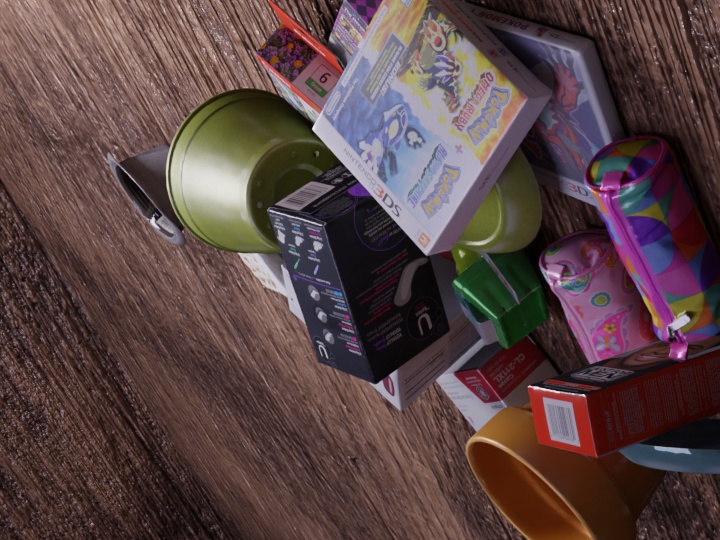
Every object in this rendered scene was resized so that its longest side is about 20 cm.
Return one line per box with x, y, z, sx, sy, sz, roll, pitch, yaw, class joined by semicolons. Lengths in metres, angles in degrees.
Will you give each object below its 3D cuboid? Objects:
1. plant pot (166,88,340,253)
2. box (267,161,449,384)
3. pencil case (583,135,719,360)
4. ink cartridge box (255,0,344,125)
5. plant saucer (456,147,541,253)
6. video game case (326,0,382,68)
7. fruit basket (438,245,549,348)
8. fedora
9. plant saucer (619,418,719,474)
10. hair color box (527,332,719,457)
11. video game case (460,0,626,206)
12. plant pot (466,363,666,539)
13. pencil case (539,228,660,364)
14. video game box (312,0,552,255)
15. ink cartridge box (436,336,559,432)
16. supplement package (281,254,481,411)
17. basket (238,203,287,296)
-0.103;-0.100;1.903;0.201;0.200;0.193;57;168;-23;plant pot
0.000;0.000;1.768;0.106;0.122;0.201;17;131;49;box
0.268;-0.022;1.451;0.088;0.088;0.201;18;143;56;pencil case
-0.056;-0.209;1.791;0.109;0.050;0.200;42;176;19;ink cartridge box
0.090;-0.093;1.599;0.200;0.031;0.201;34;148;25;plant saucer
0.048;-0.185;1.666;0.200;0.036;0.181;49;170;2;video game case
0.114;-0.014;1.767;0.200;0.094;0.185;45;174;22;fruit basket
-0.298;-0.129;2.493;0.177;0.090;0.200;45;167;18;fedora
0.330;0.163;1.522;0.200;0.199;0.028;5;97;64;plant saucer
0.267;0.111;1.518;0.101;0.199;0.062;4;107;63;hair color box
0.172;-0.147;1.516;0.182;0.023;0.201;27;151;47;video game case
0.246;0.193;1.753;0.200;0.183;0.200;42;161;18;plant pot
0.249;0.054;1.636;0.087;0.087;0.201;22;147;53;pencil case
0.061;-0.146;1.517;0.182;0.047;0.200;47;128;20;video game box
0.201;0.176;1.976;0.200;0.083;0.146;52;160;-6;ink cartridge box
0.031;0.033;1.950;0.200;0.156;0.111;41;159;24;supplement package
-0.112;-0.082;2.111;0.200;0.135;0.123;54;164;-15;basket
